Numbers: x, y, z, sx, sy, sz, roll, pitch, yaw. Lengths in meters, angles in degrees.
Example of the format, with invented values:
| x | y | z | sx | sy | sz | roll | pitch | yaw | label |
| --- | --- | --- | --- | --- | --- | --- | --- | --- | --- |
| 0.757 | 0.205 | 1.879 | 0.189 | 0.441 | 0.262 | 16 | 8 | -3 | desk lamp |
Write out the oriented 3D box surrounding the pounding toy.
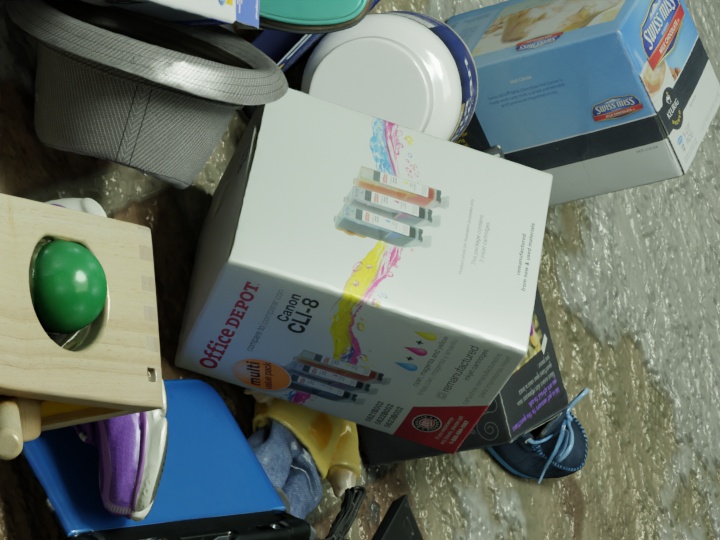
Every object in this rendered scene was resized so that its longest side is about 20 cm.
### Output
| x | y | z | sx | sy | sz | roll | pitch | yaw | label |
| --- | --- | --- | --- | --- | --- | --- | --- | --- | --- |
| -0.201 | 0.044 | 1.284 | 0.184 | 0.200 | 0.143 | 13 | 69 | -57 | pounding toy |

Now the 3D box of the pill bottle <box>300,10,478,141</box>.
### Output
| x | y | z | sx | sy | sz | roll | pitch | yaw | label |
| --- | --- | --- | --- | --- | --- | --- | --- | --- | --- |
| 0.019 | -0.123 | 1.734 | 0.200 | 0.111 | 0.111 | -40 | 116 | -79 | pill bottle |

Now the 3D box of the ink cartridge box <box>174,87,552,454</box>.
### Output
| x | y | z | sx | sy | sz | roll | pitch | yaw | label |
| --- | --- | --- | --- | --- | --- | --- | --- | --- | --- |
| 0.000 | 0.000 | 1.603 | 0.200 | 0.145 | 0.145 | 18 | 56 | -9 | ink cartridge box |

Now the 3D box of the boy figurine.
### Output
| x | y | z | sx | sy | sz | roll | pitch | yaw | label |
| --- | --- | --- | --- | --- | --- | --- | --- | --- | --- |
| -0.032 | 0.104 | 1.678 | 0.124 | 0.064 | 0.200 | 56 | 40 | -28 | boy figurine |

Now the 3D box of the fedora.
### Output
| x | y | z | sx | sy | sz | roll | pitch | yaw | label |
| --- | --- | --- | --- | --- | --- | --- | --- | --- | --- |
| -0.138 | -0.106 | 1.513 | 0.176 | 0.200 | 0.091 | 15 | 102 | -17 | fedora |

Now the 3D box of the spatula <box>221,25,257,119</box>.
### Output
| x | y | z | sx | sy | sz | roll | pitch | yaw | label |
| --- | --- | --- | --- | --- | --- | --- | --- | --- | --- |
| -0.109 | -0.187 | 1.690 | 0.200 | 0.021 | 0.057 | 63 | 30 | -24 | spatula |

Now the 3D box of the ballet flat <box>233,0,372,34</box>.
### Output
| x | y | z | sx | sy | sz | roll | pitch | yaw | label |
| --- | --- | --- | --- | --- | --- | --- | --- | --- | --- |
| -0.091 | -0.190 | 1.585 | 0.073 | 0.199 | 0.073 | -169 | -90 | -87 | ballet flat |

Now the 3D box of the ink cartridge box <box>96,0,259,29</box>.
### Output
| x | y | z | sx | sy | sz | roll | pitch | yaw | label |
| --- | --- | --- | --- | --- | --- | --- | --- | --- | --- |
| -0.122 | -0.212 | 1.473 | 0.200 | 0.042 | 0.120 | 7 | 82 | -59 | ink cartridge box |

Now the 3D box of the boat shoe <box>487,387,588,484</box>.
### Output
| x | y | z | sx | sy | sz | roll | pitch | yaw | label |
| --- | --- | --- | --- | --- | --- | --- | --- | --- | --- |
| 0.131 | 0.114 | 1.935 | 0.200 | 0.069 | 0.084 | 31 | 54 | -51 | boat shoe |

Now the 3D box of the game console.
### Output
| x | y | z | sx | sy | sz | roll | pitch | yaw | label |
| --- | --- | --- | --- | --- | --- | --- | --- | --- | --- |
| -0.137 | 0.168 | 1.510 | 0.200 | 0.118 | 0.171 | 1 | 110 | -53 | game console |

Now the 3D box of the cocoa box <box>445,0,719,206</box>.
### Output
| x | y | z | sx | sy | sz | roll | pitch | yaw | label |
| --- | --- | --- | --- | --- | --- | --- | --- | --- | --- |
| 0.155 | -0.138 | 1.935 | 0.131 | 0.200 | 0.133 | 63 | 34 | -22 | cocoa box |

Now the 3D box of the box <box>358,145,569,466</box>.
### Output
| x | y | z | sx | sy | sz | roll | pitch | yaw | label |
| --- | --- | --- | --- | --- | --- | --- | --- | --- | --- |
| 0.054 | 0.025 | 1.787 | 0.106 | 0.122 | 0.201 | -21 | 98 | -60 | box |

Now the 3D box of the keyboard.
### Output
| x | y | z | sx | sy | sz | roll | pitch | yaw | label |
| --- | --- | --- | --- | --- | --- | --- | --- | --- | --- |
| 0.001 | 0.206 | 1.629 | 0.200 | 0.021 | 0.127 | -56 | 129 | -61 | keyboard |

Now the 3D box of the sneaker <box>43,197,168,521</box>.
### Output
| x | y | z | sx | sy | sz | roll | pitch | yaw | label |
| --- | --- | --- | --- | --- | --- | --- | --- | --- | --- |
| -0.167 | 0.056 | 1.446 | 0.083 | 0.081 | 0.200 | -13 | 67 | -20 | sneaker |

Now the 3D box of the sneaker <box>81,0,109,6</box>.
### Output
| x | y | z | sx | sy | sz | roll | pitch | yaw | label |
| --- | --- | --- | --- | --- | --- | --- | --- | --- | --- |
| -0.176 | -0.257 | 1.496 | 0.078 | 0.099 | 0.200 | -13 | 76 | -53 | sneaker |

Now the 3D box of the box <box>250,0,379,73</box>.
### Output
| x | y | z | sx | sy | sz | roll | pitch | yaw | label |
| --- | --- | --- | --- | --- | --- | --- | --- | --- | --- |
| -0.016 | -0.188 | 1.724 | 0.032 | 0.121 | 0.200 | 46 | 26 | 0 | box |
